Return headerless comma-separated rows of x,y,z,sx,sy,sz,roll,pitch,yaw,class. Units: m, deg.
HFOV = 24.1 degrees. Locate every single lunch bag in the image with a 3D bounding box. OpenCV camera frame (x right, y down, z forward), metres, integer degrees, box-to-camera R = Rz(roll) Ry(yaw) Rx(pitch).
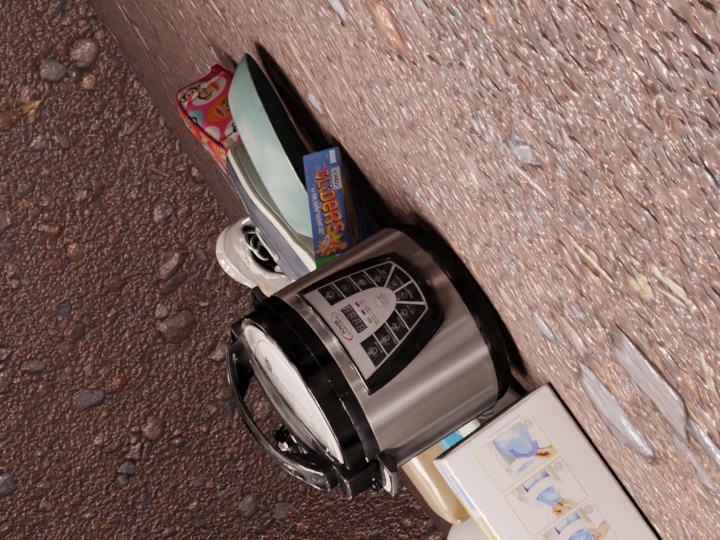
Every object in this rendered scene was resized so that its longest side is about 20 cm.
-0.111,-0.117,1.825,0.200,0.082,0.176,47,171,50,lunch bag

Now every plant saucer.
-0.077,-0.108,1.590,0.200,0.036,0.200,63,-175,-9,plant saucer

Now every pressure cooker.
-0.001,0.080,1.343,0.179,0.200,0.176,64,165,-17,pressure cooker

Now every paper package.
0.070,0.158,1.811,0.200,0.103,0.191,54,174,-1,paper package

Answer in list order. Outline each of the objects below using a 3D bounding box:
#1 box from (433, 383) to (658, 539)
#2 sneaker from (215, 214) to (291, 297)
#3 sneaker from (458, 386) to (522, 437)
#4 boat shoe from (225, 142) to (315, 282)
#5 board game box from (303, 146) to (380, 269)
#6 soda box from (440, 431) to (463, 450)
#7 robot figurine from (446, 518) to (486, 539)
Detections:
0.157,0.201,1.320,0.200,0.101,0.112,55,174,5,box
-0.061,0.013,1.759,0.200,0.076,0.092,32,162,-3,sneaker
0.098,0.124,1.484,0.200,0.074,0.118,48,165,37,sneaker
-0.074,-0.040,1.671,0.200,0.075,0.062,48,130,13,boat shoe
0.000,0.000,1.532,0.200,0.034,0.136,61,-162,-54,board game box
0.131,0.183,1.638,0.200,0.064,0.068,52,174,31,soda box
0.179,0.336,1.848,0.200,0.150,0.125,56,-169,-16,robot figurine
